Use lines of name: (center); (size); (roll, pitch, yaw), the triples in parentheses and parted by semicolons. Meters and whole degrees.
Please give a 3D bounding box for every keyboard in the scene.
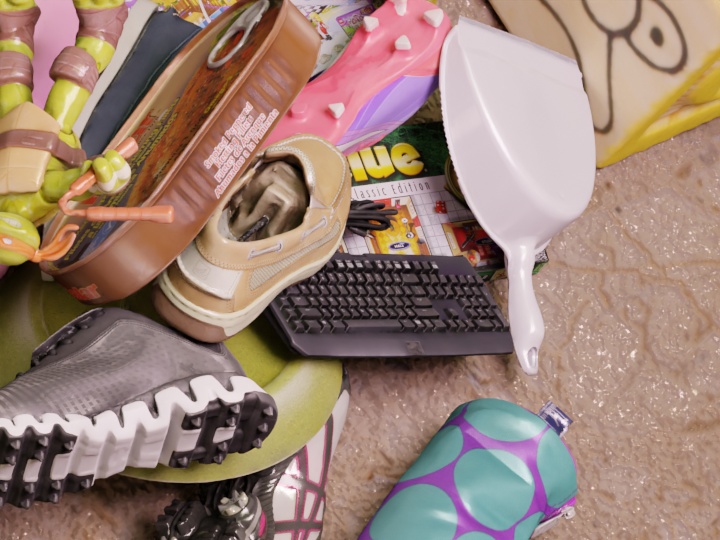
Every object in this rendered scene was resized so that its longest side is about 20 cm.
keyboard: (0.000, 0.000, 1.696); (0.199, 0.021, 0.127); (2, 44, -50)

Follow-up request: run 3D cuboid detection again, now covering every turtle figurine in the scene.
turtle figurine: (-0.161, -0.066, 1.534); (0.064, 0.199, 0.162); (37, 55, -48)

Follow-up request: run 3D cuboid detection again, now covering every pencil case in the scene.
pencil case: (0.047, 0.159, 1.663); (0.092, 0.085, 0.200); (33, 53, 9)

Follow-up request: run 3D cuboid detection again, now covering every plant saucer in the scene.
plant saucer: (-0.105, 0.033, 1.638); (0.198, 0.031, 0.201); (7, 41, -6)

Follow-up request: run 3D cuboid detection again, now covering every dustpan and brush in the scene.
dustpan and brush: (0.097, -0.038, 1.786); (0.139, 0.057, 0.201); (15, 56, -51)

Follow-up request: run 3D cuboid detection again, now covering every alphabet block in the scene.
alphabet block: (0.203, -0.215, 1.887); (0.196, 0.195, 0.201); (-24, 77, -34)

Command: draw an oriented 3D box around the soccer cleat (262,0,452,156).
soccer cleat: (-0.018, -0.085, 1.755); (0.067, 0.077, 0.200); (32, 61, 32)

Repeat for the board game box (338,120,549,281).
board game box: (0.012, -0.035, 1.792); (0.199, 0.023, 0.105); (-9, 66, -32)

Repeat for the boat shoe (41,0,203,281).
boat shoe: (-0.127, -0.068, 1.663); (0.061, 0.075, 0.201); (18, 46, 2)

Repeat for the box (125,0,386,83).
box: (-0.068, -0.167, 1.810); (0.200, 0.039, 0.137); (-31, 82, -36)

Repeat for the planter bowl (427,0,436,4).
planter bowl: (0.019, -0.265, 1.818); (0.201, 0.083, 0.201); (51, 16, -21)

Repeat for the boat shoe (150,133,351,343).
boat shoe: (-0.043, -0.034, 1.598); (0.071, 0.076, 0.200); (29, 31, 2)

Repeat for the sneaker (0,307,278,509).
sneaker: (-0.146, 0.064, 1.528); (0.199, 0.067, 0.091); (-9, 52, -28)

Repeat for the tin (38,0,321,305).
tin: (-0.094, -0.064, 1.568); (0.042, 0.112, 0.200); (46, 66, -25)

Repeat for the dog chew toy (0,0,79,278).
dog chew toy: (-0.216, -0.074, 1.636); (0.124, 0.124, 0.201); (17, 65, -19)

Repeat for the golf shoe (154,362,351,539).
golf shoe: (-0.052, 0.131, 1.646); (0.088, 0.077, 0.200); (62, 37, -26)
